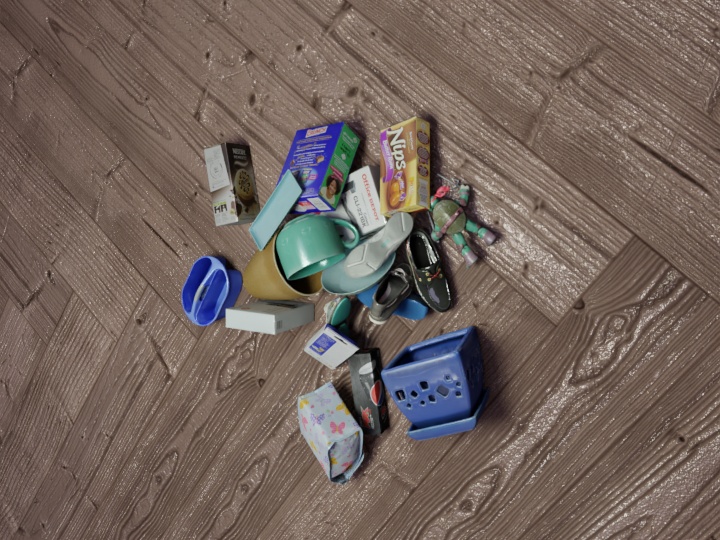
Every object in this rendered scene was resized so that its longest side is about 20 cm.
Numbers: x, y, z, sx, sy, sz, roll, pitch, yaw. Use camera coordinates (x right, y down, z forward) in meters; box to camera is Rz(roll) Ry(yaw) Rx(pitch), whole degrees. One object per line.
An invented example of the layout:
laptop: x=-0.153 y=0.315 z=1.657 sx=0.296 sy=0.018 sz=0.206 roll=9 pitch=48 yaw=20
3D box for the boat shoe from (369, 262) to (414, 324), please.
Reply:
boat shoe: x=0.078 y=0.039 z=1.365 sx=0.065 sy=0.201 sz=0.058 roll=21 pitch=136 yaw=15

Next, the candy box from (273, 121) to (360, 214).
candy box: x=-0.108 y=-0.244 z=1.425 sx=0.165 sy=0.077 sz=0.206 roll=1 pitch=66 yaw=41

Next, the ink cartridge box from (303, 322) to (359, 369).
ink cartridge box: x=-0.070 y=0.184 z=1.466 sx=0.093 sy=0.038 sz=0.200 roll=34 pitch=151 yaw=-6

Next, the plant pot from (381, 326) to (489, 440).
plant pot: x=0.183 y=0.260 z=1.341 sx=0.195 sy=0.199 sz=0.185 roll=-19 pitch=93 yaw=25

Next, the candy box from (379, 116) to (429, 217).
candy box: x=0.101 y=-0.233 z=1.357 sx=0.115 sy=0.055 sz=0.208 roll=-9 pitch=77 yaw=46

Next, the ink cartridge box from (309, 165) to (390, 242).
ink cartridge box: x=-0.021 y=-0.150 z=1.454 sx=0.195 sy=0.083 sz=0.149 roll=-21 pitch=86 yaw=26

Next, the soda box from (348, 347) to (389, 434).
soda box: x=0.021 y=0.304 z=1.494 sx=0.069 sy=0.063 sz=0.207 roll=-7 pitch=93 yaw=26

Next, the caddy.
caddy: x=-0.422 y=0.056 z=1.659 sx=0.140 sy=0.104 sz=0.204 roll=36 pitch=110 yaw=19

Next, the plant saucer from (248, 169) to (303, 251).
plant saucer: x=-0.198 y=-0.140 z=1.396 sx=0.201 sy=0.019 sz=0.071 roll=-50 pitch=61 yaw=31

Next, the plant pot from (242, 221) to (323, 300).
plant pot: x=-0.211 y=-0.002 z=1.527 sx=0.197 sy=0.184 sz=0.192 roll=-21 pitch=86 yaw=41

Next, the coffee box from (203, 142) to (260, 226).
coffee box: x=-0.341 y=-0.228 z=1.586 sx=0.077 sy=0.112 sz=0.207 roll=-8 pitch=92 yaw=25

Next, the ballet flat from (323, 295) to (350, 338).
ballet flat: x=-0.063 y=0.117 z=1.471 sx=0.071 sy=0.072 sz=0.204 roll=26 pitch=144 yaw=21

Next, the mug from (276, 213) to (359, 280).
mug: x=-0.110 y=-0.066 z=1.393 sx=0.151 sy=0.182 sz=0.117 roll=-32 pitch=80 yaw=50

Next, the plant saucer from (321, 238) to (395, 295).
plant saucer: x=0.000 y=0.000 z=1.425 sx=0.195 sy=0.204 sz=0.039 roll=-10 pitch=128 yaw=26

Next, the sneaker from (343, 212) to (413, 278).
sneaker: x=0.047 y=-0.050 z=1.371 sx=0.199 sy=0.080 sz=0.071 roll=-40 pitch=82 yaw=6

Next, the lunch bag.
lunch bag: x=-0.073 y=0.415 z=1.494 sx=0.170 sy=0.124 sz=0.205 roll=47 pitch=147 yaw=41

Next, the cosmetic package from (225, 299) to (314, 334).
cosmetic package: x=-0.228 y=0.114 z=1.519 sx=0.146 sy=0.199 sz=0.054 roll=2 pitch=96 yaw=24

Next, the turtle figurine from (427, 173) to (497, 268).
turtle figurine: x=0.208 y=-0.112 z=1.343 sx=0.200 sy=0.100 sz=0.150 roll=46 pitch=113 yaw=8

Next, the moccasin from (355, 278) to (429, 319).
moccasin: x=0.076 y=0.068 z=1.443 sx=0.195 sy=0.068 sz=0.083 roll=25 pitch=118 yaw=17

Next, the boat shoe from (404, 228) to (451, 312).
boat shoe: x=0.158 y=0.001 z=1.376 sx=0.072 sy=0.063 sz=0.207 roll=-22 pitch=86 yaw=-4
